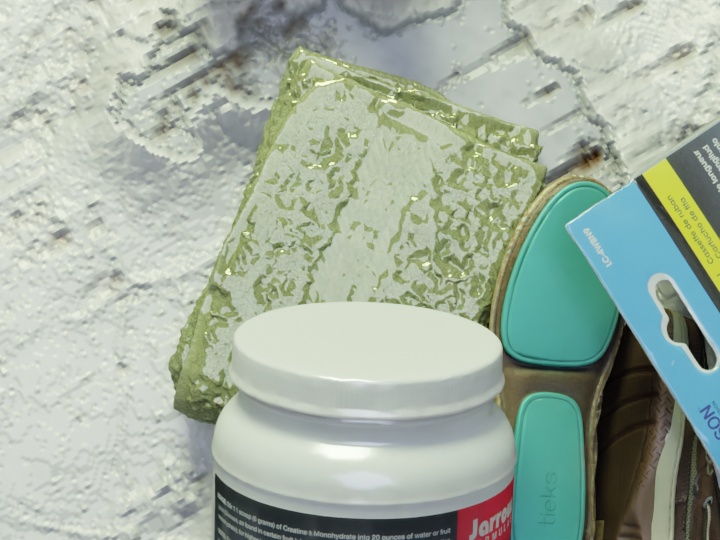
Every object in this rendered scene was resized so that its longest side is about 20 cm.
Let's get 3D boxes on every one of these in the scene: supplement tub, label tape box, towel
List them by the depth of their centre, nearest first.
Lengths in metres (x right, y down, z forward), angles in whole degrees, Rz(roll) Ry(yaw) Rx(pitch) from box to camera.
[{"bbox_3d":[0.000,0.127,0.912,0.139,0.140,0.201,2,105,-1],"label":"supplement tub"},{"bbox_3d":[0.205,-0.009,0.968,0.199,0.066,0.144,-33,89,-16],"label":"label tape box"},{"bbox_3d":[0.000,0.000,0.998,0.148,0.036,0.201,21,85,-1],"label":"towel"}]

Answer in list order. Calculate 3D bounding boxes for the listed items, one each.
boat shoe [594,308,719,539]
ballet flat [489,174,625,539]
[{"bbox_3d":[0.152,0.123,0.985,0.074,0.075,0.204,13,84,-24],"label":"boat shoe"},{"bbox_3d":[0.090,0.054,0.981,0.070,0.065,0.201,12,81,-6],"label":"ballet flat"}]
